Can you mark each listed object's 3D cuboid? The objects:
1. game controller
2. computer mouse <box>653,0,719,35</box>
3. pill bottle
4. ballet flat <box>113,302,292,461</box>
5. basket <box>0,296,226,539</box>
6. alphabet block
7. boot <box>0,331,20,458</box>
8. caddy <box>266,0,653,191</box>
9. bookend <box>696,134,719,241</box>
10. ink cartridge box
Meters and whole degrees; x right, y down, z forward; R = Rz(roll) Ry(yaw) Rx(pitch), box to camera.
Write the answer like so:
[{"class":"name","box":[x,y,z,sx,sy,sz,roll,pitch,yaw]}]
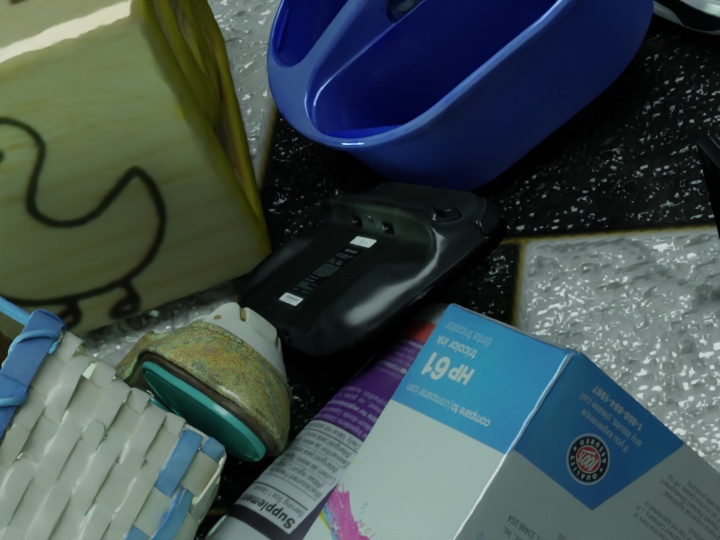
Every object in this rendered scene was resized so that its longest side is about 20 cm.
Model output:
[{"class":"game controller","box":[0.000,0.000,1.035,0.104,0.042,0.200,-47,13,-7]},{"class":"computer mouse","box":[0.156,-0.165,1.165,0.109,0.044,0.200,-37,44,-16]},{"class":"pill bottle","box":[0.003,0.120,0.954,0.111,0.112,0.200,31,70,36]},{"class":"ballet flat","box":[-0.068,0.047,1.010,0.071,0.071,0.200,-48,11,-18]},{"class":"basket","box":[-0.171,0.094,0.924,0.199,0.139,0.177,31,70,-5]},{"class":"alphabet block","box":[-0.178,-0.092,1.130,0.199,0.196,0.197,-20,48,6]},{"class":"boot","box":[-0.207,0.098,1.067,0.155,0.200,0.073,-44,9,34]},{"class":"caddy","box":[0.046,-0.133,1.109,0.200,0.105,0.142,-39,49,10]},{"class":"bookend","box":[0.286,-0.017,0.966,0.199,0.092,0.199,-30,49,-5]},{"class":"ink cartridge box","box":[0.046,0.138,0.867,0.084,0.144,0.201,20,75,51]}]
